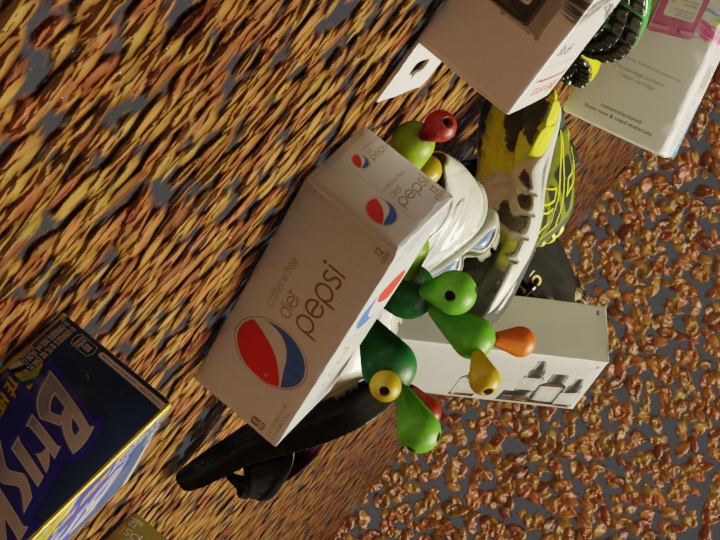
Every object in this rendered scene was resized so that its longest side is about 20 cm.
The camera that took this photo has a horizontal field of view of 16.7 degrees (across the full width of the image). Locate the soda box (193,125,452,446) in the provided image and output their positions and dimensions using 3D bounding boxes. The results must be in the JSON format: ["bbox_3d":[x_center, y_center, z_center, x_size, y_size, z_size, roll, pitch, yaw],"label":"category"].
[{"bbox_3d":[-0.024,0.012,1.404,0.064,0.068,0.200,-44,171,-43],"label":"soda box"}]

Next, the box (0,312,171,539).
[{"bbox_3d":[-0.166,0.107,0.998,0.200,0.064,0.070,-46,172,-41],"label":"box"}]

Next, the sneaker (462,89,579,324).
[{"bbox_3d":[0.113,-0.037,1.697,0.085,0.074,0.200,48,51,-42],"label":"sneaker"}]

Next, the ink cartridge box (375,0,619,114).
[{"bbox_3d":[0.102,-0.156,1.337,0.200,0.067,0.116,-53,174,17],"label":"ink cartridge box"}]

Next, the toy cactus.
[{"bbox_3d":[0.022,0.007,1.492,0.102,0.200,0.165,-12,-175,-36],"label":"toy cactus"}]

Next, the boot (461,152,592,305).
[{"bbox_3d":[0.103,-0.003,1.800,0.073,0.151,0.200,-20,-168,25],"label":"boot"}]

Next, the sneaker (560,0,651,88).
[{"bbox_3d":[0.146,-0.180,1.535,0.085,0.078,0.200,-57,-177,-8],"label":"sneaker"}]

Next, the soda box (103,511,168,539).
[{"bbox_3d":[-0.182,0.254,1.694,0.068,0.064,0.200,-44,170,-43],"label":"soda box"}]

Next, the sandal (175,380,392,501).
[{"bbox_3d":[-0.052,0.125,1.650,0.200,0.048,0.075,-22,-169,44],"label":"sandal"}]

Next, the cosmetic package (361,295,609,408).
[{"bbox_3d":[0.068,0.052,1.732,0.083,0.200,0.051,116,-22,-57],"label":"cosmetic package"}]

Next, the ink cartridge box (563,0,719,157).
[{"bbox_3d":[0.228,-0.188,1.758,0.200,0.085,0.145,-65,172,7],"label":"ink cartridge box"}]

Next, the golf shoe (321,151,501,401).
[{"bbox_3d":[0.000,0.000,1.599,0.200,0.078,0.097,-47,145,-12],"label":"golf shoe"}]
